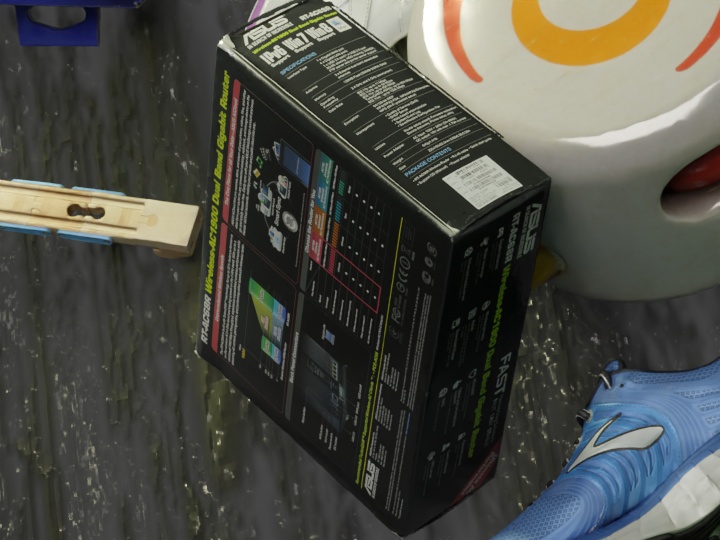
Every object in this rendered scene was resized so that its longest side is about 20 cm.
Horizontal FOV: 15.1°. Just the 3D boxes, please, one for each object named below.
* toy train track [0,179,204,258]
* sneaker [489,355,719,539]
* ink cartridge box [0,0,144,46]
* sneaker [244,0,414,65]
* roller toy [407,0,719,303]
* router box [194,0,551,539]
[{"bbox_3d":[-0.173,-0.027,1.370,0.200,0.033,0.115,7,65,17],"label":"toy train track"},{"bbox_3d":[0.117,0.095,1.192,0.200,0.079,0.089,-31,54,-3],"label":"sneaker"},{"bbox_3d":[-0.171,-0.208,1.369,0.136,0.200,0.076,3,41,26],"label":"ink cartridge box"},{"bbox_3d":[0.014,-0.152,1.338,0.099,0.075,0.200,21,77,7],"label":"sneaker"},{"bbox_3d":[0.124,-0.083,1.217,0.182,0.140,0.200,-1,58,22],"label":"roller toy"},{"bbox_3d":[0.000,0.000,1.200,0.062,0.200,0.150,-31,57,-32],"label":"router box"}]
